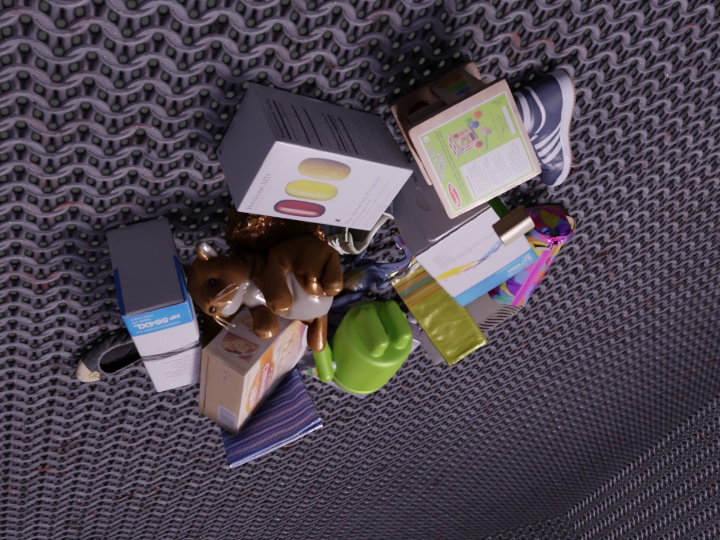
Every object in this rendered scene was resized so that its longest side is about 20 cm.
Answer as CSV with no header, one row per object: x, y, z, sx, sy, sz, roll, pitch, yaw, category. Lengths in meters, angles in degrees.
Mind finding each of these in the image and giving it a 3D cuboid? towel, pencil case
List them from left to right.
-0.145,0.203,1.044,0.144,0.200,0.024,-24,116,-9,towel
0.133,0.066,1.213,0.086,0.200,0.018,-33,-172,13,towel
0.287,-0.021,1.197,0.088,0.089,0.200,-9,143,-23,pencil case

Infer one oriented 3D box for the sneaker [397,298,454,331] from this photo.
0.111,0.069,1.293,0.200,0.081,0.086,-33,158,25,sneaker

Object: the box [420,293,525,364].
0.210,0.095,1.320,0.200,0.068,0.082,-29,167,-25,box

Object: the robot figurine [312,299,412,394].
0.011,0.126,1.111,0.175,0.116,0.200,-18,156,-28,robot figurine

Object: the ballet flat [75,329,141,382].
-0.349,0.123,1.072,0.199,0.057,0.067,-26,145,2,ballet flat

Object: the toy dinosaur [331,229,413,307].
0.000,0.000,1.116,0.181,0.105,0.200,-14,163,-34,toy dinosaur

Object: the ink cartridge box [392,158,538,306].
0.148,-0.071,1.046,0.146,0.147,0.200,-33,146,13,ink cartridge box

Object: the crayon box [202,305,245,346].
-0.184,0.080,1.071,0.126,0.051,0.200,-46,161,-37,crayon box

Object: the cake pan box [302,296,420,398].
-0.024,0.126,1.234,0.200,0.052,0.184,30,120,-23,cake pan box

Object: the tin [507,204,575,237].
0.292,-0.067,1.242,0.199,0.042,0.112,-7,146,-24,tin

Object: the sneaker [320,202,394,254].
-0.032,-0.055,1.004,0.200,0.090,0.067,-40,144,22,sneaker

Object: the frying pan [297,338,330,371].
-0.138,0.151,1.182,0.189,0.031,0.115,-16,147,7,frying pan

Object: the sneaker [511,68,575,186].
0.248,-0.190,1.017,0.108,0.070,0.200,-25,140,-10,sneaker

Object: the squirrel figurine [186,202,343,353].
-0.132,-0.004,0.917,0.186,0.201,0.142,3,143,-14,squirrel figurine

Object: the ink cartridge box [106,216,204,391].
-0.270,0.052,0.946,0.084,0.146,0.200,-15,145,-14,ink cartridge box

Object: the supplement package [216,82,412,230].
-0.058,-0.135,0.862,0.199,0.110,0.114,5,136,-37,supplement package

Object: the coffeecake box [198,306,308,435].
-0.143,0.113,1.011,0.200,0.073,0.154,-50,163,-42,coffeecake box

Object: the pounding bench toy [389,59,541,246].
0.141,-0.142,0.893,0.124,0.156,0.200,-28,116,5,pounding bench toy
